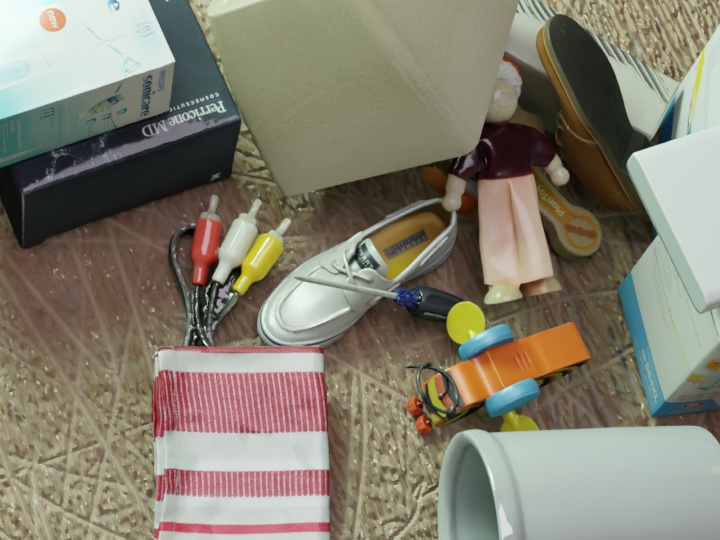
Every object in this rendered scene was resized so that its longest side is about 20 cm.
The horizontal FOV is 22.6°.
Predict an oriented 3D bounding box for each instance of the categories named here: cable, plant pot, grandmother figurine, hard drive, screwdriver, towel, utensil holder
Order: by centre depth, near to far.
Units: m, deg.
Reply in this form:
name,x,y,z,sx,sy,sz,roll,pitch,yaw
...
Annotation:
name,x,y,z,sx,sy,sz,roll,pitch,yaw
hard drive,0.321,-0.058,1.398,0.198,0.026,0.133,-18,72,-18
utensil holder,0.177,0.203,1.406,0.198,0.170,0.172,-3,68,-14
towel,-0.094,0.159,1.437,0.142,0.023,0.203,1,77,-11
screwdriver,0.020,0.019,1.471,0.199,0.029,0.028,14,75,-50
plant pot,-0.009,-0.208,1.475,0.198,0.177,0.201,-10,46,34
cable,-0.129,0.031,1.487,0.096,0.050,0.202,16,66,3
grandmother figurine,0.124,-0.079,1.510,0.120,0.060,0.203,-12,93,-36

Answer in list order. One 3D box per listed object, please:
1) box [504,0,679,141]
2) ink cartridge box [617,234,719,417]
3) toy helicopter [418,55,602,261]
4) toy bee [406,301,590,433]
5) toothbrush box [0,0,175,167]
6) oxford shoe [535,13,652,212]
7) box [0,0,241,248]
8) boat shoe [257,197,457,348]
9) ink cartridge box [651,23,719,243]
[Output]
name,x,y,z,sx,sy,sz,roll,pitch,yaw
box,0.177,-0.175,1.613,0.199,0.082,0.069,31,64,2
ink cartridge box,0.312,0.024,1.487,0.127,0.200,0.127,-6,68,-12
toy helicopter,0.129,-0.080,1.571,0.200,0.079,0.132,44,60,-4
toy bee,0.090,0.088,1.486,0.198,0.109,0.132,12,57,-34
toothbrush box,-0.262,-0.173,1.404,0.198,0.085,0.148,-19,72,-17
oxford shoe,0.190,-0.126,1.539,0.201,0.071,0.072,60,45,-26
box,-0.228,-0.155,1.512,0.195,0.118,0.202,-21,73,-18
boat shoe,0.000,0.000,1.511,0.199,0.070,0.071,-29,74,-17
ink cartridge box,0.353,-0.109,1.550,0.145,0.200,0.148,11,66,-5
